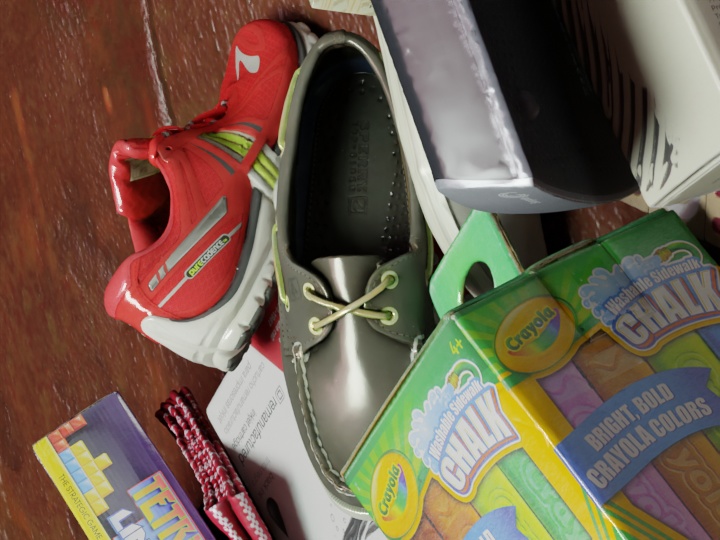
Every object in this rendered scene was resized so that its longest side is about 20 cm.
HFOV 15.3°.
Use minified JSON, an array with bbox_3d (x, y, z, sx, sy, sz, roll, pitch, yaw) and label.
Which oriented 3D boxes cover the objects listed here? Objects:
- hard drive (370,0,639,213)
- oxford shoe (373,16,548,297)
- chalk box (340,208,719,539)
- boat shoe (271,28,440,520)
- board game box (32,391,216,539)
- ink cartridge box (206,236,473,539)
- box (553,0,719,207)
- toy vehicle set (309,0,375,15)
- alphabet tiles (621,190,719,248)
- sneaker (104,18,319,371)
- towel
[{"bbox_3d":[0.050,-0.082,0.967,0.042,0.200,0.135,-21,87,16],"label":"hard drive"},{"bbox_3d":[0.050,-0.075,1.093,0.058,0.075,0.200,-12,96,25],"label":"oxford shoe"},{"bbox_3d":[0.085,0.068,1.020,0.200,0.124,0.124,52,143,19],"label":"chalk box"},{"bbox_3d":[-0.003,0.000,1.103,0.060,0.072,0.202,47,-141,-68],"label":"boat shoe"},{"bbox_3d":[-0.077,0.179,1.350,0.200,0.057,0.165,54,171,28],"label":"board game box"},{"bbox_3d":[0.028,0.099,1.184,0.200,0.084,0.144,59,146,21],"label":"ink cartridge box"},{"bbox_3d":[0.107,-0.130,0.947,0.068,0.082,0.200,-42,67,56],"label":"box"},{"bbox_3d":[-0.009,-0.193,1.061,0.200,0.026,0.124,-109,28,-64],"label":"toy vehicle set"},{"bbox_3d":[0.124,-0.108,1.011,0.167,0.008,0.200,29,127,48],"label":"alphabet tiles"},{"bbox_3d":[-0.068,-0.049,1.197,0.077,0.085,0.200,121,165,-45],"label":"sneaker"},{"bbox_3d":[-0.047,0.140,1.282,0.145,0.022,0.200,62,175,-15],"label":"towel"}]
